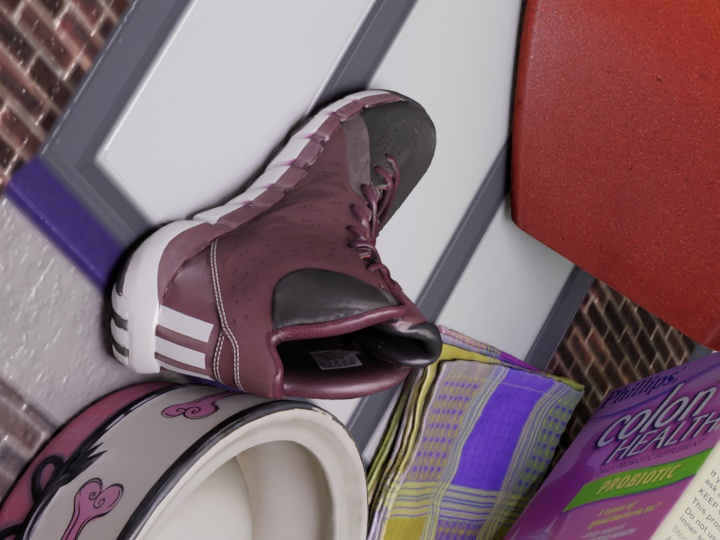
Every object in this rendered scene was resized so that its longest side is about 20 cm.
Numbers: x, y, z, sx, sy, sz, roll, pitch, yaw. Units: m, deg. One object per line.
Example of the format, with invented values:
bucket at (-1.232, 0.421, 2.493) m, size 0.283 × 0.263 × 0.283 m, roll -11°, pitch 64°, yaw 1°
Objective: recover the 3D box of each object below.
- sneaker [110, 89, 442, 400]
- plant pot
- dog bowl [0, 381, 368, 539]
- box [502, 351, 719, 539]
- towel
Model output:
sneaker at (0.000, 0.000, 0.934) m, size 0.200 × 0.115 × 0.076 m, roll -40°, pitch 141°, yaw -40°
plant pot at (0.187, -0.076, 1.138) m, size 0.200 × 0.200 × 0.177 m, roll -18°, pitch 136°, yaw -54°
dog bowl at (-0.082, 0.135, 0.931) m, size 0.200 × 0.074 × 0.201 m, roll -38°, pitch 139°, yaw -41°
box at (0.159, 0.144, 1.181) m, size 0.200 × 0.097 × 0.176 m, roll -49°, pitch -169°, yaw -29°
towel at (0.055, 0.111, 1.198) m, size 0.200 × 0.023 × 0.144 m, roll 22°, pitch 89°, yaw -61°
